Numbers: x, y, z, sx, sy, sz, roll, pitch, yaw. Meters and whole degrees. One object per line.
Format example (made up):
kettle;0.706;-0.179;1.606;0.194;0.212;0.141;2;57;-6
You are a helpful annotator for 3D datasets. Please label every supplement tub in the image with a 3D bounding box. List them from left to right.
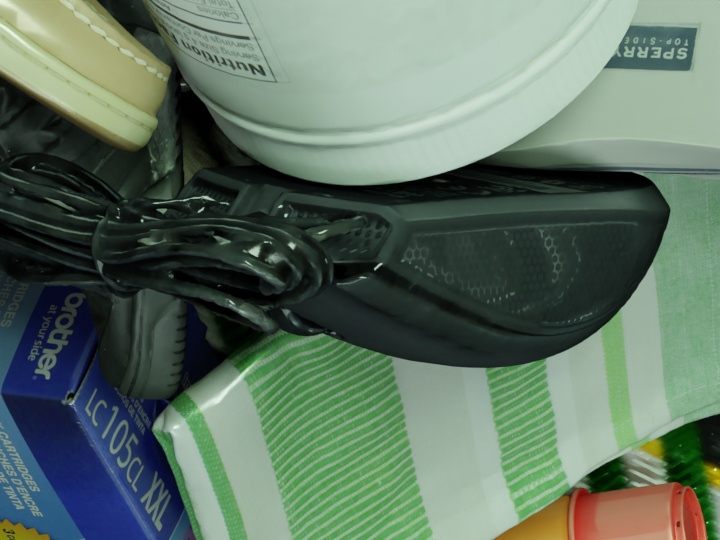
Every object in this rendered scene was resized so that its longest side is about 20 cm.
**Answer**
supplement tub;-0.014;-0.131;0.653;0.131;0.132;0.200;-7;140;19

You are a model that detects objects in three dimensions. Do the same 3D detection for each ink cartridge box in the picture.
ink cartridge box;-0.118;0.048;0.909;0.199;0.077;0.137;3;143;24

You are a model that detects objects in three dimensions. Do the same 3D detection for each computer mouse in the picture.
computer mouse;0.000;0.000;0.730;0.199;0.053;0.138;-4;-169;-41

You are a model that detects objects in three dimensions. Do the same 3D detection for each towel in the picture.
towel;0.036;0.040;0.857;0.199;0.023;0.153;-28;141;-11

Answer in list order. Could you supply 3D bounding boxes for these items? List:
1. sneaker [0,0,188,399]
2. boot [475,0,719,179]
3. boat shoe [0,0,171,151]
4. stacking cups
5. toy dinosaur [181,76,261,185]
sneaker;-0.102;-0.058;0.770;0.104;0.060;0.201;-1;111;-4
boot;0.084;-0.053;0.762;0.199;0.073;0.090;14;178;40
boat shoe;-0.114;-0.113;0.681;0.200;0.065;0.071;44;179;4
stacking cups;0.029;0.109;1.014;0.199;0.061;0.061;-13;138;16
toy dinosaur;-0.034;-0.021;0.864;0.088;0.048;0.200;-3;143;37
